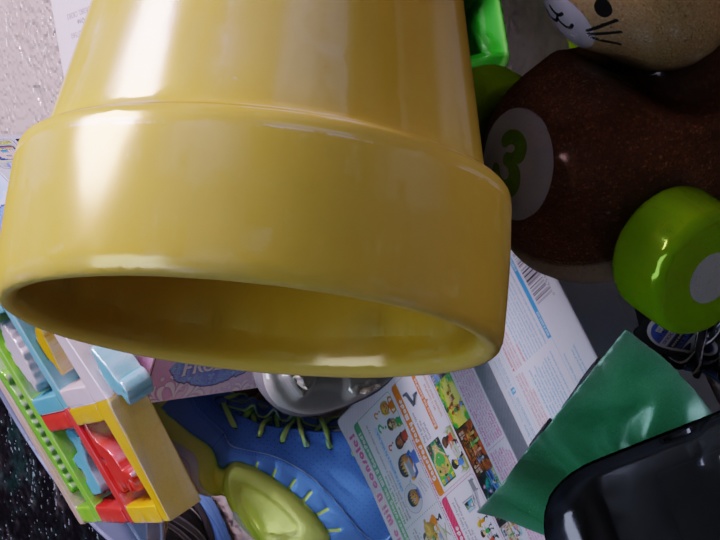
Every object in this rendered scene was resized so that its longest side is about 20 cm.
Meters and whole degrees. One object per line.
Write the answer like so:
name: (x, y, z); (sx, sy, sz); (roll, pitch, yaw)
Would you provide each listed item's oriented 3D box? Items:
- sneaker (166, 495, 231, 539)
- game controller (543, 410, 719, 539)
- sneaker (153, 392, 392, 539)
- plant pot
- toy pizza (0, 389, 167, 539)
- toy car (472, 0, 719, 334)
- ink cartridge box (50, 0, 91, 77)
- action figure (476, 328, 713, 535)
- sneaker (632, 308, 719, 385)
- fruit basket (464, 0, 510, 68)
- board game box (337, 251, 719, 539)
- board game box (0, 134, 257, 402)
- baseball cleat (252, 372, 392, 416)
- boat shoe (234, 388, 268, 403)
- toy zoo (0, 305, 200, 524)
sneaker: (-0.098, 0.217, 1.391); (0.200, 0.082, 0.071); (60, 140, 25)
game controller: (0.174, 0.101, 0.933); (0.199, 0.042, 0.105); (-23, 80, 15)
sneaker: (-0.036, 0.097, 1.262); (0.105, 0.076, 0.200); (-41, 90, 8)
plant pot: (-0.035, -0.067, 0.931); (0.200, 0.200, 0.190); (-13, 68, 54)
toy pizza: (-0.156, 0.064, 1.259); (0.200, 0.032, 0.201); (47, 156, 28)
toy car: (0.101, -0.107, 0.933); (0.164, 0.157, 0.201); (38, 160, 47)
ink cartridge box: (-0.093, -0.191, 1.238); (0.084, 0.145, 0.202); (-7, 92, 52)
action figure: (0.161, 0.121, 0.987); (0.200, 0.055, 0.118); (39, 127, 3)
sneaker: (0.162, 0.032, 0.993); (0.200, 0.089, 0.079); (49, 134, 31)
fruit basket: (0.006, -0.167, 1.080); (0.216, 0.154, 0.217); (180, 90, -84)
board game box: (0.084, 0.087, 1.134); (0.200, 0.064, 0.148); (-46, 62, 47)
board game box: (-0.077, -0.010, 1.212); (0.199, 0.199, 0.044); (41, 124, 41)
baseball cleat: (0.000, 0.000, 1.131); (0.106, 0.200, 0.070); (-1, 125, 49)
boat shoe: (-0.069, 0.045, 1.322); (0.074, 0.066, 0.201); (-27, 98, 26)
toy zoo: (-0.138, 0.063, 1.144); (0.132, 0.020, 0.200); (60, 159, -6)
